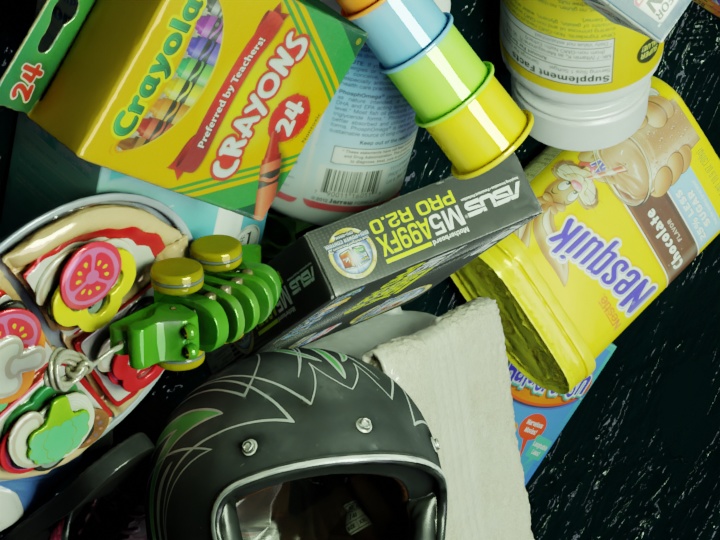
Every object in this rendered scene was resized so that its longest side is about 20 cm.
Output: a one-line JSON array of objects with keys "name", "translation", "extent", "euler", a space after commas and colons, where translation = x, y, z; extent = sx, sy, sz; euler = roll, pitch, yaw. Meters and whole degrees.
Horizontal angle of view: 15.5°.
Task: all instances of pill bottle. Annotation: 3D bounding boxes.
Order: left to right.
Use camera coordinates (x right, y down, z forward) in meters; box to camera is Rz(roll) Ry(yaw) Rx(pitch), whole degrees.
[{"name": "pill bottle", "translation": [-0.006, -0.136, 1.626], "extent": [0.109, 0.109, 0.200], "euler": [-17, 133, -43]}, {"name": "pill bottle", "translation": [0.149, -0.184, 1.769], "extent": [0.114, 0.114, 0.200], "euler": [-33, 143, -27]}]

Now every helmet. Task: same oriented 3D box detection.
[{"name": "helmet", "translation": [-0.041, 0.142, 1.628], "extent": [0.200, 0.200, 0.191], "euler": [-2, 97, -50]}]

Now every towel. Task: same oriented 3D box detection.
[{"name": "towel", "translation": [0.059, 0.128, 1.767], "extent": [0.132, 0.034, 0.201], "euler": [-25, 112, -47]}]

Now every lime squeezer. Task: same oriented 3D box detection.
[{"name": "lime squeezer", "translation": [-0.072, -0.004, 1.736], "extent": [0.200, 0.038, 0.071], "euler": [-37, 145, -24]}]

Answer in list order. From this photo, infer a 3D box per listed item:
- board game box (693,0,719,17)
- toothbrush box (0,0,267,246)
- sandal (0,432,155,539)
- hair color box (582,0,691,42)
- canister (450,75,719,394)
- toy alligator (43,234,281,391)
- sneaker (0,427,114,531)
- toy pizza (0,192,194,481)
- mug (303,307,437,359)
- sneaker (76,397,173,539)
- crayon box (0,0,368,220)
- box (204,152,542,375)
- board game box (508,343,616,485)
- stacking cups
[{"name": "board game box", "translation": [0.320, -0.269, 1.819], "extent": [0.200, 0.200, 0.200], "euler": [-51, 147, -2]}, {"name": "toothbrush box", "translation": [-0.121, -0.088, 1.552], "extent": [0.146, 0.085, 0.200], "euler": [-16, 132, -41]}, {"name": "sandal", "translation": [-0.174, 0.156, 1.657], "extent": [0.075, 0.045, 0.200], "euler": [-37, 179, -32]}, {"name": "hair color box", "translation": [0.108, -0.222, 1.599], "extent": [0.200, 0.100, 0.061], "euler": [35, 94, -17]}, {"name": "canister", "translation": [0.171, -0.031, 1.938], "extent": [0.200, 0.086, 0.149], "euler": [-44, 117, -17]}, {"name": "toy alligator", "translation": [-0.099, 0.030, 1.505], "extent": [0.200, 0.054, 0.059], "euler": [-34, 130, -51]}, {"name": "sneaker", "translation": [-0.206, 0.074, 1.603], "extent": [0.111, 0.077, 0.200], "euler": [-35, 148, -15]}, {"name": "toy pizza", "translation": [-0.169, 0.045, 1.517], "extent": [0.200, 0.032, 0.201], "euler": [-30, 142, -27]}, {"name": "mug", "translation": [-0.007, 0.084, 1.824], "extent": [0.175, 0.147, 0.201], "euler": [-32, 112, -38]}, {"name": "sneaker", "translation": [-0.167, 0.182, 1.763], "extent": [0.115, 0.076, 0.200], "euler": [-24, 139, -32]}, {"name": "crayon box", "translation": [-0.096, -0.110, 1.442], "extent": [0.200, 0.051, 0.127], "euler": [17, 106, -53]}, {"name": "box", "translation": [0.000, 0.000, 1.656], "extent": [0.160, 0.044, 0.200], "euler": [-21, 173, -30]}, {"name": "board game box", "translation": [0.100, 0.116, 2.056], "extent": [0.200, 0.045, 0.152], "euler": [-58, 147, 6]}, {"name": "stacking cups", "translation": [0.018, -0.143, 1.531], "extent": [0.061, 0.060, 0.200], "euler": [-45, 111, -11]}]
